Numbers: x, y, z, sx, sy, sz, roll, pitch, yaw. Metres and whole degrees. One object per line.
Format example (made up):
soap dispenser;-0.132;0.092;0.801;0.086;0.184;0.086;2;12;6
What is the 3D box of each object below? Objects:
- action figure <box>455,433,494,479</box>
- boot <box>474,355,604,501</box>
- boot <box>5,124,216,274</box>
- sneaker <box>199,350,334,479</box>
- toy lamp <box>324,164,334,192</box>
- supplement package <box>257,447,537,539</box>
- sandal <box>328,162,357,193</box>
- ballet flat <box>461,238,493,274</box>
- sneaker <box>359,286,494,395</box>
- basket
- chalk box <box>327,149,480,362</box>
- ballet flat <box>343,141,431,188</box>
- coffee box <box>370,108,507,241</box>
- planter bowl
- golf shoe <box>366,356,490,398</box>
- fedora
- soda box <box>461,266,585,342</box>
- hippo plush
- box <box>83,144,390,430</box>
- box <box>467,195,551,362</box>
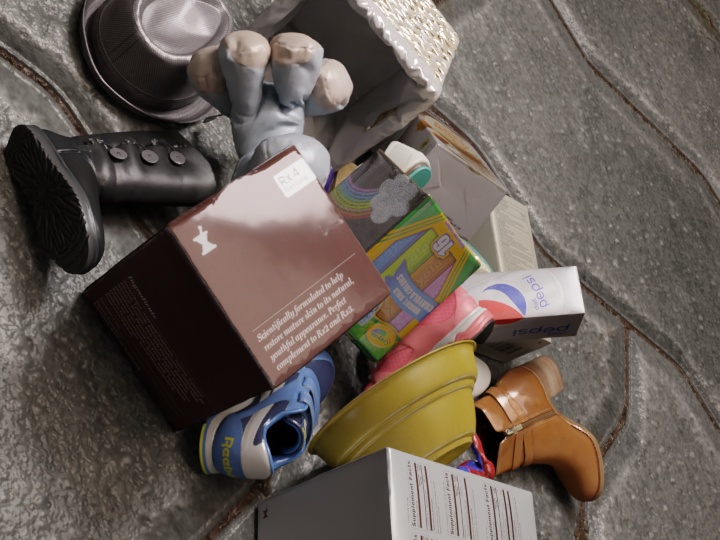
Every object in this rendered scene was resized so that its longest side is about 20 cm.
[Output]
action figure;0.092;0.209;1.376;0.100;0.065;0.200;59;16;16
boot;0.214;0.217;1.520;0.155;0.076;0.202;-27;101;-44
boot;-0.221;-0.070;1.199;0.199;0.066;0.166;0;54;-51
sneaker;-0.072;0.143;1.219;0.200;0.081;0.075;-42;130;-48
toy lamp;-0.088;-0.068;1.371;0.058;0.058;0.200;53;38;-9
supplement package;0.036;0.283;1.178;0.199;0.190;0.149;23;52;-37
sandal;-0.004;-0.048;1.440;0.077;0.069;0.214;30;47;-33
ballet flat;0.081;-0.029;1.523;0.200;0.068;0.062;45;49;6
sneaker;0.049;0.090;1.338;0.087;0.200;0.074;51;9;16
basket;-0.015;-0.260;1.460;0.200;0.197;0.161;48;38;-14
chalk box;0.000;0.000;1.299;0.124;0.200;0.124;49;-1;-39
ballet flat;-0.010;-0.067;1.382;0.070;0.200;0.069;48;-1;1
coffee box;0.085;-0.132;1.507;0.114;0.080;0.200;31;16;-26
planter bowl;0.052;0.160;1.230;0.199;0.200;0.084;-11;62;-50
golf shoe;0.098;0.109;1.440;0.199;0.091;0.076;14;56;-45
fedora;-0.202;-0.251;1.328;0.199;0.090;0.178;-20;83;-52
soda box;0.161;0.044;1.477;0.197;0.068;0.064;-4;63;-3
hippo plush;-0.107;-0.133;1.261;0.158;0.199;0.162;21;56;-33
box;-0.117;0.020;1.141;0.166;0.199;0.165;-37;95;-37
box;0.175;0.005;1.598;0.094;0.077;0.202;23;51;-42
